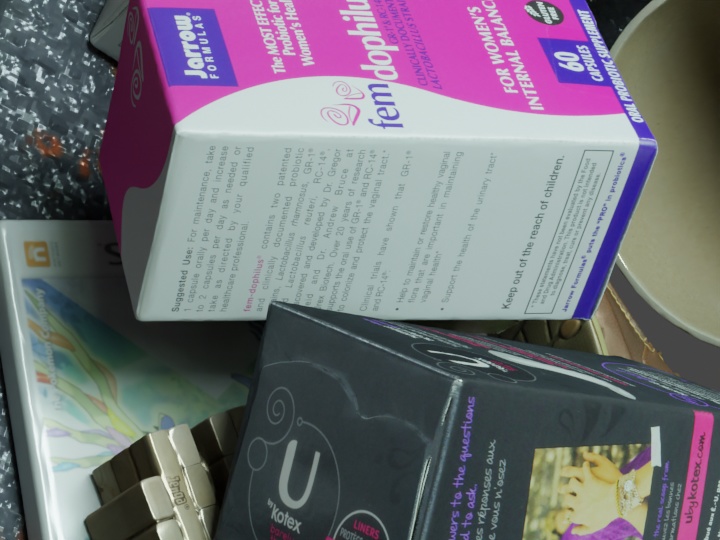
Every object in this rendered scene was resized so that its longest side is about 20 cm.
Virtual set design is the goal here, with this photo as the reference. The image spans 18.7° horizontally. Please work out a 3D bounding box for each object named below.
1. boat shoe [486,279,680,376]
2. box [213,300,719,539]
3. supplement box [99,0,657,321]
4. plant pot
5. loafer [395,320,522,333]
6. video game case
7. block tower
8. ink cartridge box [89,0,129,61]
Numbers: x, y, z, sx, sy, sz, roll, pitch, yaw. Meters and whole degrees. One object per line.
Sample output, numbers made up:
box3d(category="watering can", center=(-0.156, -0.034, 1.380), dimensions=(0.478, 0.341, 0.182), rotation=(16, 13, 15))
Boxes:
box3d(category="boat shoe", center=(0.121, 0.069, 1.046), dimensions=(0.067, 0.072, 0.201), rotation=(-22, 89, -43))
box3d(category="box", center=(0.061, 0.086, 0.868), dimensions=(0.199, 0.122, 0.107), rotation=(11, 96, -39))
box3d(category="supplement box", center=(0.003, -0.048, 0.892), dimensions=(0.199, 0.104, 0.102), rotation=(-1, 44, -19))
box3d(category="plant pot", center=(0.247, -0.066, 1.131), dimensions=(0.200, 0.187, 0.188), rotation=(-14, 77, -51))
box3d(category="loafer", center=(0.000, 0.000, 0.968), dimensions=(0.199, 0.069, 0.076), rotation=(5, 43, -15))
box3d(category="video game case", center=(-0.063, 0.074, 0.950), dimensions=(0.181, 0.022, 0.201), rotation=(-1, 71, -33))
box3d(category="block tower", center=(-0.018, 0.079, 0.929), dimensions=(0.199, 0.058, 0.054), rotation=(-15, 79, -38))
box3d(category="ink cartridge box", center=(-0.006, -0.125, 1.034), dimensions=(0.199, 0.086, 0.148), rotation=(30, 56, -17))
